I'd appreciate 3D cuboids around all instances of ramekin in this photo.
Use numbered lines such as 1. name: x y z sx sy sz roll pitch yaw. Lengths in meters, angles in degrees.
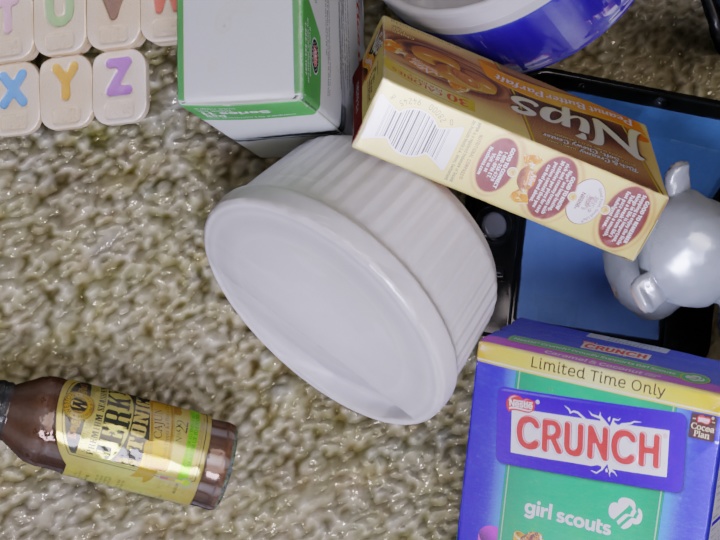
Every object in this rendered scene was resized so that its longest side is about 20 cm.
1. ramekin: 0.000 0.000 1.148 0.202 0.202 0.094 45 62 -6

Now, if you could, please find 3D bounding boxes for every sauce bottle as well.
1. sauce bottle: -0.183 0.108 1.150 0.199 0.065 0.065 14 80 -13

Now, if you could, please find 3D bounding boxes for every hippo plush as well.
1. hippo plush: 0.246 0.020 1.155 0.160 0.200 0.160 12 83 -16

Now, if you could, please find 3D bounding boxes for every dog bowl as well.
1. dog bowl: 0.105 -0.236 1.194 0.079 0.200 0.201 42 72 -45

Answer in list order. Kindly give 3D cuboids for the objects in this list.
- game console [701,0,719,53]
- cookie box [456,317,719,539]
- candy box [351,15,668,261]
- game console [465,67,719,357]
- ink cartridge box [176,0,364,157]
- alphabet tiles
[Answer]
1. game console: 0.286 -0.272 1.281 0.175 0.116 0.201 -16 88 -15
2. cookie box: 0.156 0.149 1.141 0.171 0.075 0.201 12 105 25
3. candy box: 0.094 -0.087 1.125 0.199 0.116 0.055 22 117 -10
4. game console: 0.183 -0.032 1.234 0.199 0.116 0.177 9 81 -13
5. ink cartridge box: -0.054 -0.161 1.141 0.083 0.200 0.147 -3 83 11
6. alphabet tiles: -0.198 -0.190 1.151 0.199 0.015 0.197 -4 83 20
